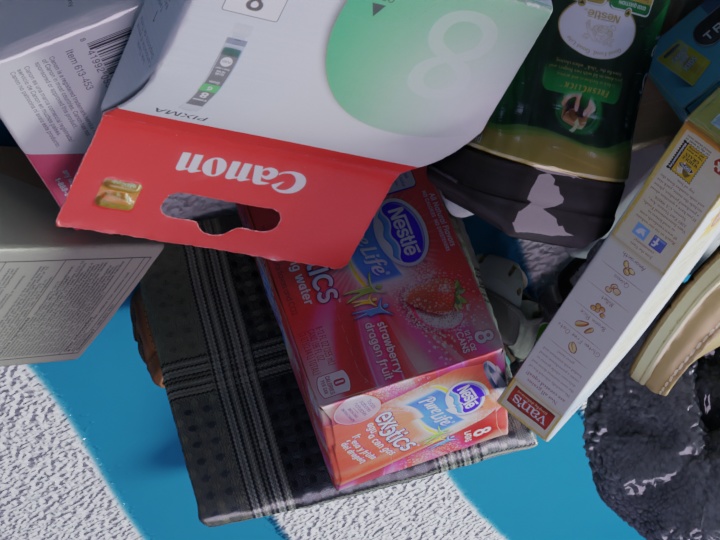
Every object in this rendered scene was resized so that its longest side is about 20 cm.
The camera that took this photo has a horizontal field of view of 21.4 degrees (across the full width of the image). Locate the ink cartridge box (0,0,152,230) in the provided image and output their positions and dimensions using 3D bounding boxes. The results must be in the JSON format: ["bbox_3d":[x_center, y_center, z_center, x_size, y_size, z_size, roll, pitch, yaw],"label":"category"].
[{"bbox_3d":[-0.075,-0.119,0.899,0.200,0.084,0.145,-21,148,1],"label":"ink cartridge box"}]

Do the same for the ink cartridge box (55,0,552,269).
[{"bbox_3d":[-0.030,-0.070,0.855,0.161,0.050,0.200,9,127,-27],"label":"ink cartridge box"}]

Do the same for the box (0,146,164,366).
[{"bbox_3d":[-0.201,-0.006,0.942,0.095,0.078,0.200,-49,158,21],"label":"box"}]

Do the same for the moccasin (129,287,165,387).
[{"bbox_3d":[-0.035,0.019,1.140,0.201,0.078,0.074,-15,150,-16],"label":"moccasin"}]

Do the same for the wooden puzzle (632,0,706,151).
[{"bbox_3d":[0.225,-0.161,1.035,0.185,0.037,0.200,-17,145,-29],"label":"wooden puzzle"}]

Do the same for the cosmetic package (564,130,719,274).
[{"bbox_3d":[0.215,-0.054,1.181,0.200,0.071,0.101,8,137,-38],"label":"cosmetic package"}]

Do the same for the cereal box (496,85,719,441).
[{"bbox_3d":[0.152,-0.019,0.940,0.144,0.040,0.200,-40,165,-49],"label":"cereal box"}]

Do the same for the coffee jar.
[{"bbox_3d":[0.096,-0.114,0.899,0.085,0.104,0.200,11,101,-21],"label":"coffee jar"}]

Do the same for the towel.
[{"bbox_3d":[-0.018,0.039,1.071,0.192,0.200,0.035,-15,147,-4],"label":"towel"}]

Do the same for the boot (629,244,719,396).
[{"bbox_3d":[0.258,0.029,1.013,0.200,0.155,0.073,-45,175,1],"label":"boot"}]

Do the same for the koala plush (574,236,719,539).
[{"bbox_3d":[0.213,0.070,1.162,0.177,0.184,0.200,8,-173,7],"label":"koala plush"}]

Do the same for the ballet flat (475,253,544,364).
[{"bbox_3d":[0.077,0.019,1.189,0.064,0.067,0.200,-65,167,-3],"label":"ballet flat"}]

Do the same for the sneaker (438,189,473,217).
[{"bbox_3d":[0.088,-0.105,1.025,0.115,0.075,0.200,-15,146,-5],"label":"sneaker"}]

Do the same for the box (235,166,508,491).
[{"bbox_3d":[0.000,0.000,1.016,0.102,0.200,0.095,-18,147,-6],"label":"box"}]

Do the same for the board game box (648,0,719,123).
[{"bbox_3d":[0.254,-0.105,1.042,0.151,0.047,0.200,-40,143,7],"label":"board game box"}]

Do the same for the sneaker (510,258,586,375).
[{"bbox_3d":[0.138,0.066,1.324,0.200,0.075,0.115,-35,148,21],"label":"sneaker"}]
